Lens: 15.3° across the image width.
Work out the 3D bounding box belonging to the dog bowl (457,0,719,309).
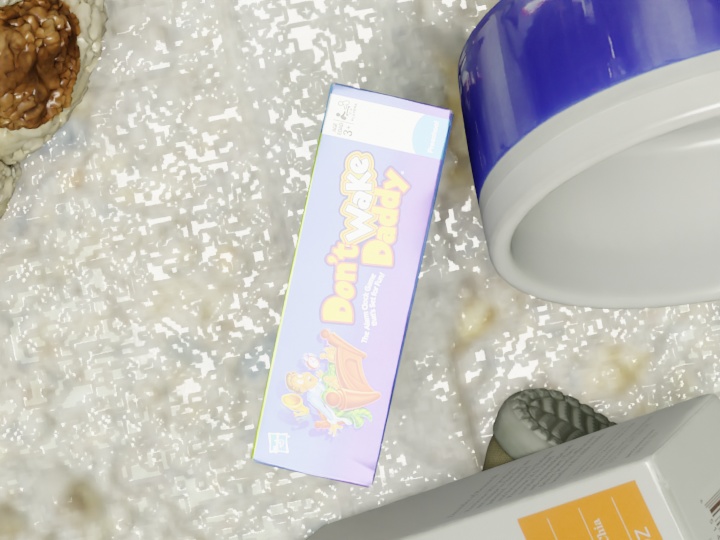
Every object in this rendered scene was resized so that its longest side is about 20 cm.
[{"bbox_3d":[0.138,-0.059,1.008,0.199,0.200,0.079,-12,69,2],"label":"dog bowl"}]

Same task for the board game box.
[{"bbox_3d":[0.000,0.000,1.019,0.044,0.200,0.135,12,93,1],"label":"board game box"}]

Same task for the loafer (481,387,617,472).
[{"bbox_3d":[0.129,0.128,1.096,0.200,0.075,0.070,37,116,8],"label":"loafer"}]

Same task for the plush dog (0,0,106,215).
[{"bbox_3d":[-0.167,-0.065,1.045,0.172,0.200,0.160,-44,125,12],"label":"plush dog"}]

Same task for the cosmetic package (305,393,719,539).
[{"bbox_3d":[0.064,0.131,1.042,0.199,0.071,0.102,-23,96,35],"label":"cosmetic package"}]
